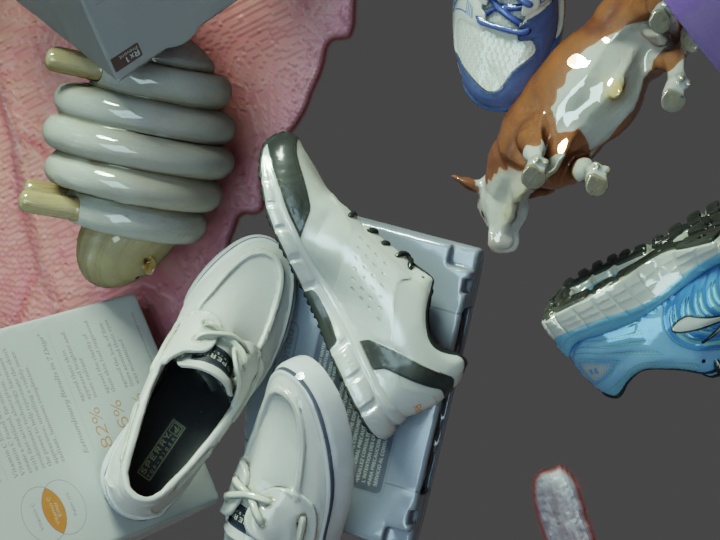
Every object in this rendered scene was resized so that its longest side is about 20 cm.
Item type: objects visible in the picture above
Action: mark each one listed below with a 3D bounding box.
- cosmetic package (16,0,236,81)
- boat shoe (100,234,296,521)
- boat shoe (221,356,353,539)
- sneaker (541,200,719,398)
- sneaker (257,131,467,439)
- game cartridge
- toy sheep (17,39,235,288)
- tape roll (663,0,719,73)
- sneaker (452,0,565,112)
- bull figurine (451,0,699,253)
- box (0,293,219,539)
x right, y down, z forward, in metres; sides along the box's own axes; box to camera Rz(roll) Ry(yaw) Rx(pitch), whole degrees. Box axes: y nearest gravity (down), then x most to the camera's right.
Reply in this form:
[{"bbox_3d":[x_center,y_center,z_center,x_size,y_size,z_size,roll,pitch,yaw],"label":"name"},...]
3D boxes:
[{"bbox_3d":[-0.172,-0.211,1.300,0.107,0.090,0.200,-38,42,-17],"label":"cosmetic package"},{"bbox_3d":[-0.097,0.062,1.282,0.072,0.066,0.201,36,72,-6],"label":"boat shoe"},{"bbox_3d":[-0.055,0.150,1.289,0.072,0.065,0.201,37,130,37],"label":"boat shoe"},{"bbox_3d":[0.215,0.015,1.260,0.199,0.078,0.090,-25,103,21],"label":"sneaker"},{"bbox_3d":[0.000,0.000,1.293,0.080,0.074,0.201,-27,89,6],"label":"sneaker"},{"bbox_3d":[-0.004,0.067,1.344,0.132,0.041,0.201,16,98,21],"label":"game cartridge"},{"bbox_3d":[-0.144,-0.086,1.333,0.137,0.138,0.201,15,100,17],"label":"toy sheep"},{"bbox_3d":[0.195,-0.192,1.177,0.065,0.200,0.201,-34,82,16],"label":"tape roll"},{"bbox_3d":[0.090,-0.198,1.272,0.075,0.088,0.201,11,97,16],"label":"sneaker"},{"bbox_3d":[0.132,-0.093,1.251,0.065,0.121,0.200,32,99,-17],"label":"bull figurine"},{"bbox_3d":[-0.213,0.118,1.318,0.106,0.200,0.153,-28,82,38],"label":"box"}]
